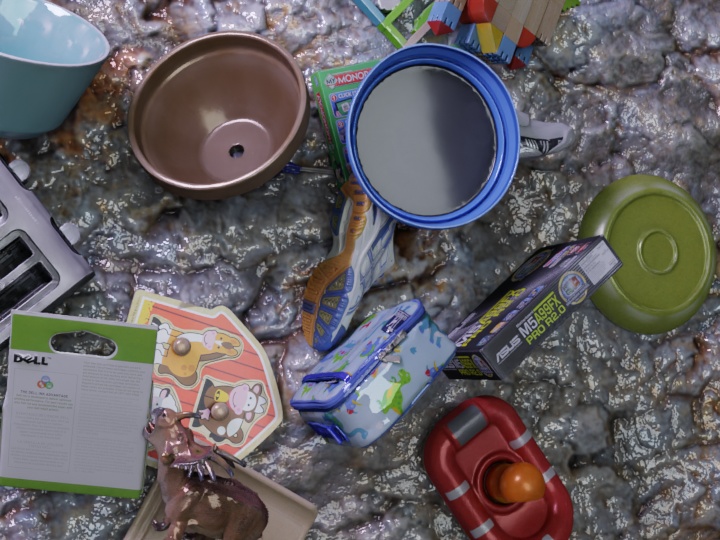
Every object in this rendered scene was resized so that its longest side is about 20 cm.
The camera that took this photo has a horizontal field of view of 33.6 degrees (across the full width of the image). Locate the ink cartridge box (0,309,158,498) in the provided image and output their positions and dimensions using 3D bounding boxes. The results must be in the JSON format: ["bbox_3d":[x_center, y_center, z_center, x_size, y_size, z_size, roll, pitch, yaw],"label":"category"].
[{"bbox_3d":[-0.280,0.121,1.200,0.145,0.076,0.203,7,114,-10],"label":"ink cartridge box"}]

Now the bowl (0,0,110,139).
[{"bbox_3d":[-0.364,-0.206,1.215,0.198,0.201,0.106,15,114,-15],"label":"bowl"}]

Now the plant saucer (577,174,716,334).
[{"bbox_3d":[0.366,-0.022,1.490,0.197,0.031,0.203,1,85,-16],"label":"plant saucer"}]

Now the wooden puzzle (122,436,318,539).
[{"bbox_3d":[-0.166,0.305,1.293,0.184,0.037,0.202,32,81,-18],"label":"wooden puzzle"}]

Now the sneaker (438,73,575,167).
[{"bbox_3d":[0.157,-0.182,1.386,0.197,0.075,0.117,-9,90,-19],"label":"sneaker"}]

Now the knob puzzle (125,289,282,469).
[{"bbox_3d":[-0.176,0.135,1.310,0.216,0.030,0.223,2,84,-17],"label":"knob puzzle"}]

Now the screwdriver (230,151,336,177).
[{"bbox_3d":[-0.056,-0.112,1.377,0.197,0.028,0.029,9,112,-23],"label":"screwdriver"}]

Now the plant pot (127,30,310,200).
[{"bbox_3d":[-0.145,-0.151,1.293,0.198,0.093,0.204,-4,61,8],"label":"plant pot"}]

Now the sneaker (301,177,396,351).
[{"bbox_3d":[0.000,0.000,1.354,0.087,0.075,0.203,16,96,-43],"label":"sneaker"}]

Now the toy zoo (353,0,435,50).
[{"bbox_3d":[0.028,-0.375,1.423,0.200,0.020,0.131,47,74,-9],"label":"toy zoo"}]

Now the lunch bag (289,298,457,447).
[{"bbox_3d":[0.009,0.114,1.279,0.083,0.200,0.161,46,75,-7],"label":"lunch bag"}]

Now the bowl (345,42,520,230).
[{"bbox_3d":[0.077,-0.145,1.309,0.197,0.039,0.204,1,88,-14],"label":"bowl"}]

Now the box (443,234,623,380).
[{"bbox_3d":[0.186,0.044,1.362,0.200,0.160,0.044,-41,98,-15],"label":"box"}]

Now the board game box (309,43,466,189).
[{"bbox_3d":[0.050,-0.184,1.400,0.197,0.029,0.137,-15,89,-22],"label":"board game box"}]

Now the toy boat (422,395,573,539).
[{"bbox_3d":[0.168,0.243,1.353,0.130,0.131,0.201,-36,96,-16],"label":"toy boat"}]

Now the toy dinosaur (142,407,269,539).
[{"bbox_3d":[-0.145,0.233,1.206,0.199,0.086,0.136,32,99,-35],"label":"toy dinosaur"}]

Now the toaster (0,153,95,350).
[{"bbox_3d":[-0.394,-0.013,1.211,0.199,0.119,0.182,-39,96,-16],"label":"toaster"}]

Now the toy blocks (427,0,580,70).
[{"bbox_3d":[0.163,-0.308,1.413,0.199,0.099,0.138,29,78,-38],"label":"toy blocks"}]
